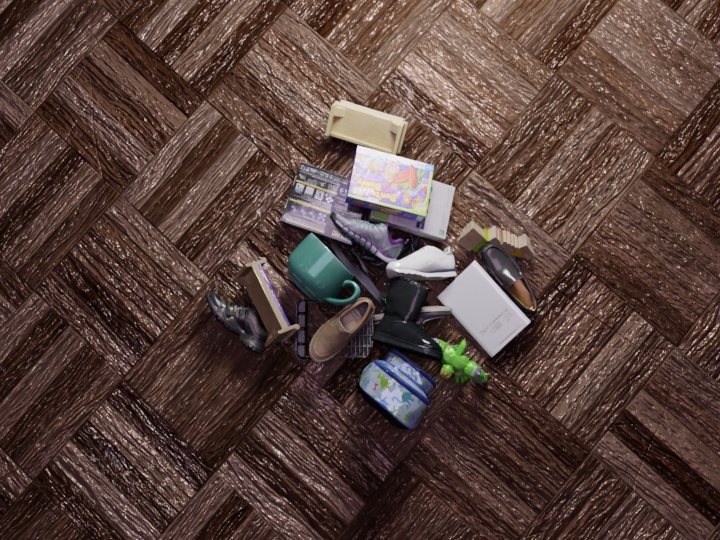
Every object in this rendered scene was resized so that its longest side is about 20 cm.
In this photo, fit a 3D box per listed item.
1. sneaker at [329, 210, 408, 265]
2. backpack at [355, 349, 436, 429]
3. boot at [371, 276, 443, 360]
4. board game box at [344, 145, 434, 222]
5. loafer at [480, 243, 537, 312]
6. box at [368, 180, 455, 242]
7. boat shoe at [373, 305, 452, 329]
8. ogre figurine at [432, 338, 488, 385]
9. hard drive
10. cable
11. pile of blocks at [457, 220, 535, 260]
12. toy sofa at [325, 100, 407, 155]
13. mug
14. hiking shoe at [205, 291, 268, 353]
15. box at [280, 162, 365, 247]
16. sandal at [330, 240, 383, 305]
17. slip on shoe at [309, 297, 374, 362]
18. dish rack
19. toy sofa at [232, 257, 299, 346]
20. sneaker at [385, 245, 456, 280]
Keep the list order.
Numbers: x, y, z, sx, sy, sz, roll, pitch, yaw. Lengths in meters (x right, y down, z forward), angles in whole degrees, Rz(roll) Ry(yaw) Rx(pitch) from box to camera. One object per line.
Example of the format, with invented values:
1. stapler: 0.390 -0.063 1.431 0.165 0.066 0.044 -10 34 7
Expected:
1. sneaker: 0.021 -0.100 1.690 0.199 0.074 0.088 36 92 -9
2. backpack: 0.086 0.276 1.624 0.182 0.200 0.148 36 86 7
3. boot: 0.125 0.110 1.621 0.196 0.073 0.165 14 75 31
4. board game box: 0.072 -0.210 1.687 0.196 0.045 0.137 13 74 -7
5. loafer: 0.369 0.017 1.686 0.073 0.072 0.200 -41 97 2
6. box: 0.130 -0.167 1.730 0.197 0.036 0.147 17 73 -9
7. boat shoe: 0.131 0.126 1.710 0.196 0.073 0.064 -8 90 7
8. ogre figurine: 0.221 0.210 1.667 0.098 0.120 0.201 -37 82 -2
9. hard drive: 0.303 0.095 1.706 0.132 0.026 0.200 -44 82 15
10. cable: 0.079 -0.102 1.745 0.161 0.051 0.203 20 84 5
11. pile of blocks: 0.339 -0.072 1.734 0.197 0.083 0.063 17 41 -5
12. toy sofa: 0.016 -0.364 1.768 0.197 0.098 0.084 18 112 4
13. mug: -0.100 0.009 1.677 0.114 0.185 0.152 -44 128 -1
14. hiking shoe: -0.297 0.112 1.734 0.200 0.076 0.101 44 75 0
15. box: -0.085 -0.167 1.761 0.197 0.049 0.164 18 83 4
16. sandal: 0.000 0.000 1.729 0.043 0.076 0.200 -43 94 -1
17. slip on shoe: -0.046 0.142 1.664 0.199 0.061 0.076 -39 85 -4
18. dish rack: -0.066 0.147 1.722 0.196 0.055 0.157 0 85 1
19. toy sofa: -0.220 0.074 1.692 0.097 0.083 0.202 -16 73 -42
20. sneaker: 0.146 -0.018 1.698 0.197 0.076 0.082 0 83 -31
